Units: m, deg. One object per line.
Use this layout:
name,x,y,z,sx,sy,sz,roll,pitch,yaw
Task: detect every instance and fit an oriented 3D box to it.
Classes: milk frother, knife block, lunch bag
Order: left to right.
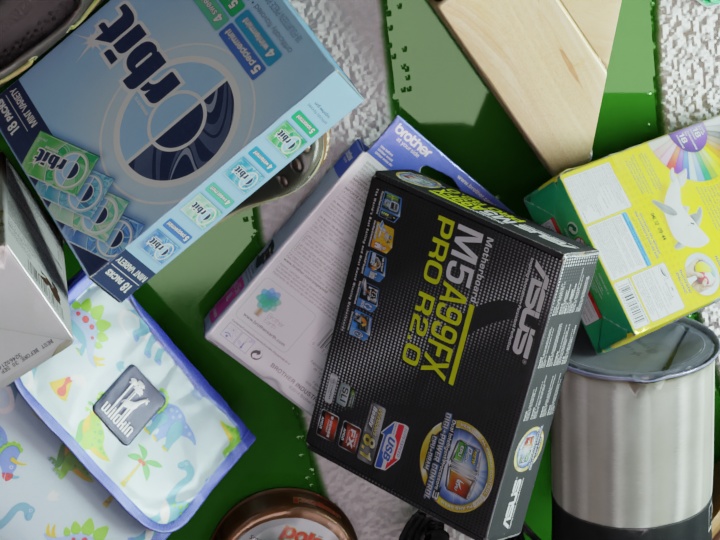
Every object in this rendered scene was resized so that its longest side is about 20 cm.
lunch bag,-0.195,0.119,1.495,0.200,0.127,0.170,-42,103,-5
knife block,0.079,-0.168,1.475,0.174,0.064,0.201,7,105,-9
milk frother,0.131,0.131,1.503,0.199,0.180,0.189,-10,111,-18

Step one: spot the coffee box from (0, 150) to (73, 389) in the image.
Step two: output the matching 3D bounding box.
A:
coffee box,-0.251,0.010,1.410,0.113,0.200,0.080,-32,111,2

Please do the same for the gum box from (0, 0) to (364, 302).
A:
gum box,-0.121,-0.106,1.416,0.200,0.170,0.045,-39,145,6

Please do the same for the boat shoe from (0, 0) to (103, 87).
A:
boat shoe,-0.192,-0.190,1.433,0.072,0.061,0.201,42,97,-16

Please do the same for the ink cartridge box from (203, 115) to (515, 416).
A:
ink cartridge box,0.000,0.000,1.526,0.119,0.042,0.200,38,101,-17

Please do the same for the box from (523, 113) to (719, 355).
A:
box,0.211,-0.031,1.484,0.199,0.048,0.118,-20,82,-36

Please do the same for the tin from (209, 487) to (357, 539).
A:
tin,-0.072,0.251,1.592,0.111,0.042,0.201,23,102,-18

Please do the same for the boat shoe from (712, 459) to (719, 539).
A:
boat shoe,0.287,0.155,1.593,0.070,0.070,0.200,34,99,-11

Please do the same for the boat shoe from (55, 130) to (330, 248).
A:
boat shoe,-0.106,-0.059,1.473,0.199,0.074,0.076,-15,97,20

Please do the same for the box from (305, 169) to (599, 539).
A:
box,0.056,0.053,1.454,0.044,0.160,0.201,-6,116,-51

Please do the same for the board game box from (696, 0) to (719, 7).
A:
board game box,0.218,-0.307,1.473,0.199,0.026,0.200,33,99,-15
